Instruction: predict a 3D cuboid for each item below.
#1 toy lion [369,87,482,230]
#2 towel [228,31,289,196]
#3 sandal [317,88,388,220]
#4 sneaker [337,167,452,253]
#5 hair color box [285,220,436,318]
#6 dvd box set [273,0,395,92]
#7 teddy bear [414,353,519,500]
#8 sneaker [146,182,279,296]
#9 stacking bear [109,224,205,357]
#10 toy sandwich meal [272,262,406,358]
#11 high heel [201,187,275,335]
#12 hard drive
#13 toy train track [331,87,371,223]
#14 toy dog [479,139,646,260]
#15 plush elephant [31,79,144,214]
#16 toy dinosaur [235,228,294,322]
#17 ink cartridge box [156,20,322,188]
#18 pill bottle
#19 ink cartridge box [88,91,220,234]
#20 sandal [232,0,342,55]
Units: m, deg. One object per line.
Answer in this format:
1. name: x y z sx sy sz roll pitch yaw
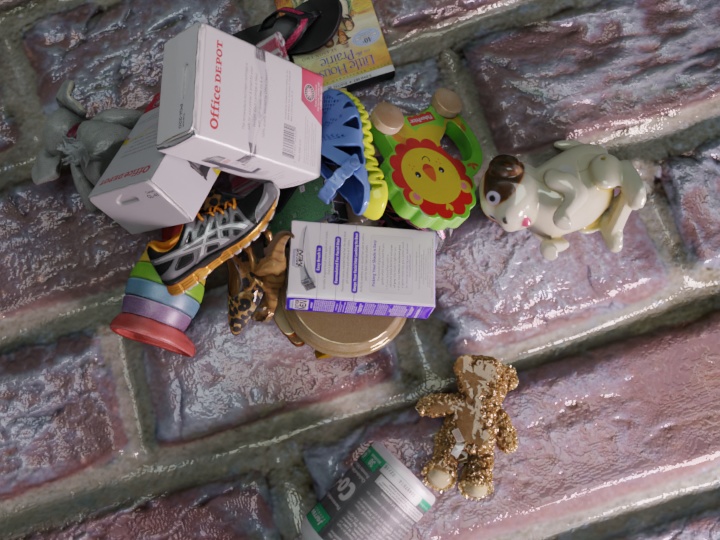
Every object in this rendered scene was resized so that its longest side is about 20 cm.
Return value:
1. toy lion: 0.099 -0.150 1.141 0.199 0.069 0.192 -23 75 -39
2. towel: -0.146 -0.223 1.177 0.146 0.030 0.201 -24 71 31
3. sandal: -0.028 -0.160 1.094 0.087 0.080 0.201 -4 61 -25
4. sneaker: 0.047 -0.085 1.175 0.199 0.079 0.096 22 95 -4
5. hair color box: 0.000 0.000 1.107 0.199 0.065 0.110 5 70 -6
6. dvd box set: -0.044 -0.369 1.257 0.145 0.029 0.201 -17 79 0
7. teddy bear: 0.150 0.215 1.127 0.144 0.067 0.201 -4 85 10
8. sneaker: -0.189 -0.053 1.057 0.200 0.078 0.077 -39 107 1
9. stacking bear: -0.265 0.004 1.153 0.121 0.114 0.201 16 75 4
10. toy sandwich meal: -0.029 0.040 1.161 0.204 0.070 0.207 2 70 -6
11. high heel: -0.201 -0.012 1.132 0.142 0.071 0.201 8 94 -36
12. hard drive: -0.099 -0.143 1.177 0.139 0.038 0.201 -22 75 32
13. toy train track: -0.024 -0.169 1.218 0.114 0.033 0.201 -5 84 -12
14. toy dog: 0.265 -0.113 1.138 0.199 0.140 0.195 -6 64 -9
15. plush elephant: -0.384 -0.176 1.169 0.155 0.200 0.165 35 98 31
16. toy dinosaur: -0.116 -0.016 1.075 0.060 0.201 0.106 -27 60 -35
17. ink cartridge box: -0.147 -0.199 1.022 0.084 0.199 0.147 -10 73 42
18. pill bottle: -0.006 0.335 1.074 0.113 0.113 0.200 43 82 9
19. ink cartridge box: -0.247 -0.156 1.077 0.147 0.086 0.201 -7 50 42
20. sandal: -0.119 -0.356 1.222 0.199 0.045 0.076 -17 79 15
